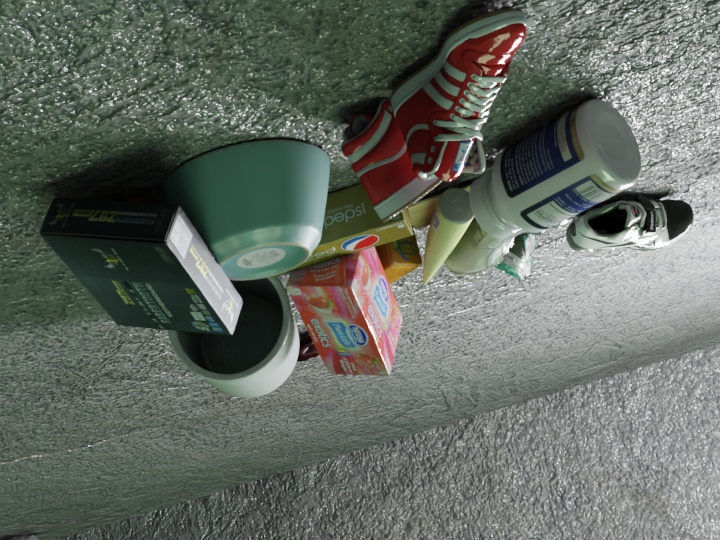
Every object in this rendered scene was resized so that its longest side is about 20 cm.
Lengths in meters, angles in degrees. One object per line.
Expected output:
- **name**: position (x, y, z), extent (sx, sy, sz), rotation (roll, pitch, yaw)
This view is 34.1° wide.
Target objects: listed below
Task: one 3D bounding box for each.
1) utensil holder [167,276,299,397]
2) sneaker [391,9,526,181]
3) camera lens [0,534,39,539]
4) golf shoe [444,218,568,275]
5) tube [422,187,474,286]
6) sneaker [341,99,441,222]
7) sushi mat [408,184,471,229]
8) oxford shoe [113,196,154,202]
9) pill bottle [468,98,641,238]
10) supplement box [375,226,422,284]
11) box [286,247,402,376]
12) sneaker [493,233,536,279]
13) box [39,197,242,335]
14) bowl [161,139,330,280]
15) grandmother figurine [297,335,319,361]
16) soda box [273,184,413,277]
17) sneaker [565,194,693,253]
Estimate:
- **utensil holder**: position (-0.170, 0.088, 1.654), extent (0.167, 0.173, 0.200), rotation (-13, 165, 0)
- **sneaker**: position (0.105, -0.160, 1.140), extent (0.070, 0.114, 0.200), rotation (-3, 160, -31)
- **camera lens**: position (-1.065, 0.889, 3.529), extent (0.196, 0.163, 0.160), rotation (-14, 163, 2)
- **golf shoe**: position (0.177, -0.062, 1.576), extent (0.199, 0.079, 0.097), rotation (-34, 152, 30)
- **tube**: position (0.112, -0.048, 1.580), extent (0.057, 0.052, 0.200), rotation (-29, 166, -18)
- **sneaker**: position (0.054, -0.143, 1.291), extent (0.071, 0.113, 0.200), rotation (-31, -174, 41)
- **sushi mat**: position (0.153, -0.099, 1.573), extent (0.197, 0.012, 0.096), rotation (-17, 164, 14)
- **oxford shoe**: position (-0.256, -0.038, 1.386), extent (0.071, 0.072, 0.200), rotation (1, 160, 14)
- **pill bottle**: position (0.228, -0.114, 1.416), extent (0.110, 0.113, 0.199), rotation (4, 156, -44)
- **supplement box**: position (0.000, 0.000, 1.681), extent (0.068, 0.068, 0.199), rotation (0, 159, -38)
- **box**: position (-0.017, 0.044, 1.586), extent (0.093, 0.104, 0.201), rotation (0, 140, 20)
- **sneaker**: position (0.229, -0.043, 1.709), extent (0.077, 0.092, 0.200), rotation (25, -174, 2)
- **box**: position (-0.236, -0.001, 1.290), extent (0.155, 0.052, 0.201), rotation (5, 149, 20)
- **bowl**: position (-0.120, -0.058, 1.337), extent (0.197, 0.107, 0.201), rotation (-12, 162, -4)
- **grandmother figurine**: position (-0.079, 0.136, 2.071), extent (0.197, 0.061, 0.122), rotation (-11, 155, -17)
- **soda box**: position (-0.038, -0.054, 1.480), extent (0.197, 0.065, 0.068), rotation (-16, 163, 9)
- **sneaker**: position (0.413, -0.071, 1.759), extent (0.196, 0.075, 0.089), rotation (-12, 165, -7)
